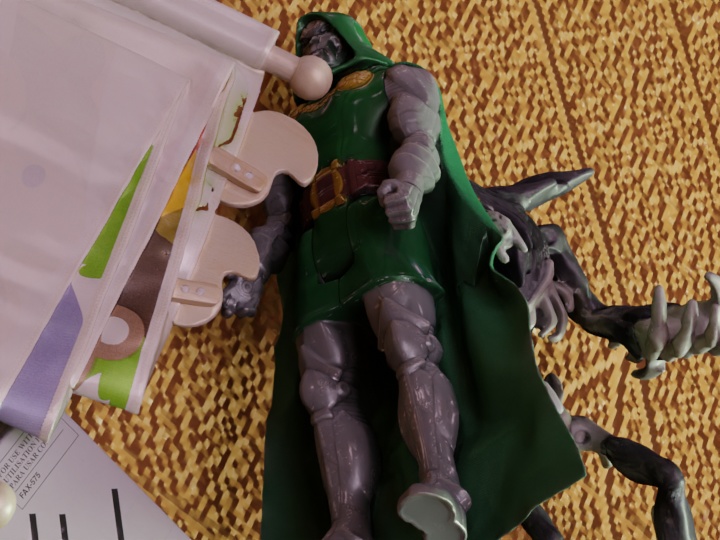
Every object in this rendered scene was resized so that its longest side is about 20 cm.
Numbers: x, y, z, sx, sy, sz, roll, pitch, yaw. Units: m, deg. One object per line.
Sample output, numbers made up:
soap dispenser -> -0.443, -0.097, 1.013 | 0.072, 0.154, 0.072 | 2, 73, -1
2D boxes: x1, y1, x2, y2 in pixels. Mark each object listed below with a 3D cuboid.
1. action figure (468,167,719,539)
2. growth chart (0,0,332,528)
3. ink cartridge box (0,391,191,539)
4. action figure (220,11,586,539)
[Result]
action figure -> 0.063, 0.037, 0.851 | 0.119, 0.102, 0.200 | -30, 96, -27
growth chart -> -0.100, -0.022, 0.760 | 0.145, 0.018, 0.200 | 33, 56, -1
ink cartridge box -> -0.117, 0.136, 0.719 | 0.094, 0.044, 0.200 | 47, 54, -16
action figure -> 0.000, 0.000, 0.802 | 0.055, 0.118, 0.200 | 36, 35, -41
